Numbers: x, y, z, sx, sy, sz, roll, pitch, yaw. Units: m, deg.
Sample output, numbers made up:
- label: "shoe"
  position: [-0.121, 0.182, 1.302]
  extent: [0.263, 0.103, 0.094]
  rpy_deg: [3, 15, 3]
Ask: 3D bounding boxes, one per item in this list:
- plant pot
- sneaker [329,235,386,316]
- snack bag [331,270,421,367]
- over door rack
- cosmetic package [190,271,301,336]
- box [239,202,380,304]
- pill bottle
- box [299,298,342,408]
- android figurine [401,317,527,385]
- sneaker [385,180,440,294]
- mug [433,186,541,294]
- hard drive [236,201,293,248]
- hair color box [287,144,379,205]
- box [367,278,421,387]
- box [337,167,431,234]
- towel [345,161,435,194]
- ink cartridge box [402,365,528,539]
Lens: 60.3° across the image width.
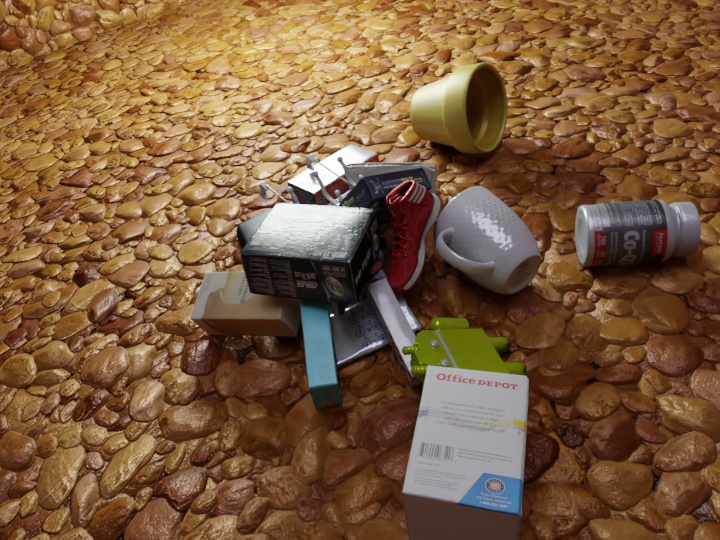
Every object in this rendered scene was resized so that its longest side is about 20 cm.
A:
- label: "plant pot"
  position: [0.230, -0.387, 1.508]
  extent: [0.186, 0.203, 0.201]
  rpy_deg: [8, 42, 43]
- label: "sneaker"
  position: [0.000, 0.000, 1.137]
  extent: [0.083, 0.076, 0.202]
  rpy_deg: [5, 49, 16]
- label: "snack bag"
  position: [-0.011, 0.067, 1.146]
  extent: [0.185, 0.022, 0.202]
  rpy_deg: [-21, 56, -12]
- label: "over door rack"
  position: [-0.103, -0.181, 1.270]
  extent: [0.147, 0.068, 0.199]
  rpy_deg: [-35, 43, -26]
- label: "cosmetic package"
  position: [-0.205, 0.061, 1.148]
  extent: [0.196, 0.071, 0.107]
  rpy_deg: [-3, 58, 23]
- label: "box"
  position: [-0.080, -0.034, 1.067]
  extent: [0.195, 0.088, 0.165]
  rpy_deg: [4, 37, 17]
- label: "pill bottle"
  position: [0.507, -0.070, 1.144]
  extent: [0.195, 0.115, 0.115]
  rpy_deg: [-4, 42, 8]
- label: "box"
  position: [-0.069, 0.120, 1.050]
  extent: [0.048, 0.083, 0.203]
  rpy_deg: [-9, 56, -1]
- label: "android figurine"
  position: [0.163, 0.143, 0.994]
  extent: [0.195, 0.042, 0.183]
  rpy_deg: [2, 35, -18]
- label: "sneaker"
  position: [0.069, -0.068, 1.123]
  extent: [0.077, 0.115, 0.204]
  rpy_deg: [4, 72, 44]
- label: "mug"
  position: [0.223, -0.042, 1.137]
  extent: [0.197, 0.150, 0.176]
  rpy_deg: [-10, 44, -37]
- label: "hard drive"
  position: [-0.170, -0.092, 1.369]
  extent: [0.197, 0.043, 0.135]
  rpy_deg: [-23, 43, -13]
- label: "hair color box"
  position: [-0.056, -0.206, 1.395]
  extent: [0.199, 0.062, 0.101]
  rpy_deg: [-35, 43, -29]
- label: "box"
  position: [0.065, 0.105, 1.075]
  extent: [0.041, 0.039, 0.202]
  rpy_deg: [-19, 55, -12]
- label: "box"
  position: [0.025, -0.122, 1.222]
  extent: [0.156, 0.200, 0.052]
  rpy_deg: [-17, 74, -37]
- label: "towel"
  position: [0.067, -0.164, 1.329]
  extent: [0.195, 0.135, 0.035]
  rpy_deg: [1, 27, 13]
- label: "ink cartridge box"
  position: [0.149, 0.257, 0.839]
  extent: [0.144, 0.147, 0.202]
  rpy_deg: [5, 44, 16]
